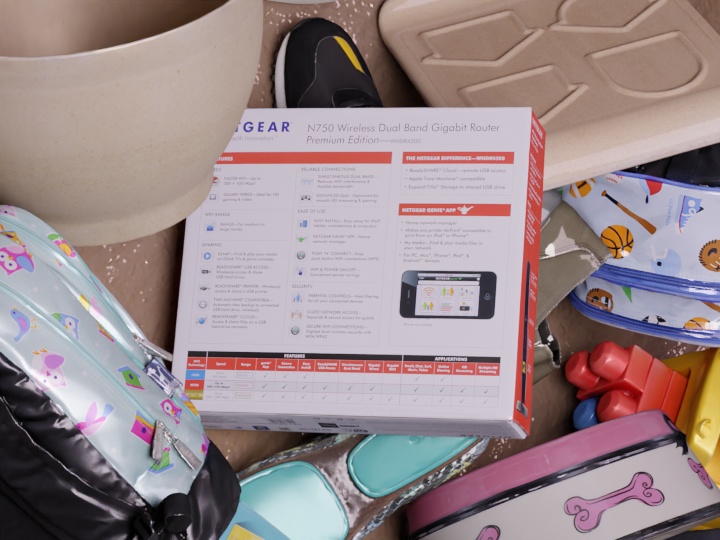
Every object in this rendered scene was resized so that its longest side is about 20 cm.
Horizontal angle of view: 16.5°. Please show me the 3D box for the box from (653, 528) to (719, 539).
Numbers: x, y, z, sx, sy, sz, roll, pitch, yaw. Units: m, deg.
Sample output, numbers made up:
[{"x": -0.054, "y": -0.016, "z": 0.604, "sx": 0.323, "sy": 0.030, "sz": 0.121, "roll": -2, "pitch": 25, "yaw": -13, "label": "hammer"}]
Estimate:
[{"x": 0.217, "y": 0.237, "z": 1.536, "sx": 0.106, "sy": 0.200, "sz": 0.123, "roll": 41, "pitch": 58, "yaw": -28, "label": "box"}]

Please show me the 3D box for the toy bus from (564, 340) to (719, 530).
[{"x": 0.228, "y": 0.106, "z": 1.580, "sx": 0.192, "sy": 0.200, "sz": 0.136, "roll": 35, "pitch": 60, "yaw": -22, "label": "toy bus"}]

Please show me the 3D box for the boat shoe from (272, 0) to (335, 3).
[{"x": -0.059, "y": -0.208, "z": 1.469, "sx": 0.200, "sy": 0.068, "sz": 0.072, "roll": 17, "pitch": 69, "yaw": -39, "label": "boat shoe"}]

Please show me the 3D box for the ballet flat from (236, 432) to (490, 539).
[{"x": -0.013, "y": 0.125, "z": 1.430, "sx": 0.199, "sy": 0.074, "sz": 0.074, "roll": -25, "pitch": 101, "yaw": -4, "label": "ballet flat"}]

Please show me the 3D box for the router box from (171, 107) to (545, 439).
[{"x": 0.000, "y": 0.000, "z": 1.399, "sx": 0.049, "sy": 0.199, "sz": 0.180, "roll": 46, "pitch": 47, "yaw": -69, "label": "router box"}]

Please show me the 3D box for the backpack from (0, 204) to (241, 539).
[{"x": -0.170, "y": 0.071, "z": 1.219, "sx": 0.200, "sy": 0.167, "sz": 0.127, "roll": 51, "pitch": 32, "yaw": -16, "label": "backpack"}]

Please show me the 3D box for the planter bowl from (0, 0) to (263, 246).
[{"x": -0.144, "y": -0.097, "z": 1.310, "sx": 0.200, "sy": 0.200, "sz": 0.135, "roll": -34, "pitch": 131, "yaw": -39, "label": "planter bowl"}]

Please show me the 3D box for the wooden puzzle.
[{"x": 0.127, "y": -0.118, "z": 1.518, "sx": 0.185, "sy": 0.200, "sz": 0.046, "roll": -16, "pitch": 132, "yaw": -11, "label": "wooden puzzle"}]

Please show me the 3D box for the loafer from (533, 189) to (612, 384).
[{"x": 0.084, "y": 0.049, "z": 1.484, "sx": 0.070, "sy": 0.200, "sz": 0.075, "roll": 30, "pitch": 14, "yaw": 3, "label": "loafer"}]

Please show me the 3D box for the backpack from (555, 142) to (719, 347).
[{"x": 0.199, "y": -0.037, "z": 1.563, "sx": 0.190, "sy": 0.199, "sz": 0.155, "roll": -16, "pitch": 111, "yaw": -67, "label": "backpack"}]

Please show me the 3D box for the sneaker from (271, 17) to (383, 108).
[{"x": 0.013, "y": -0.059, "z": 1.487, "sx": 0.070, "sy": 0.090, "sz": 0.201, "roll": -15, "pitch": 93, "yaw": -41, "label": "sneaker"}]

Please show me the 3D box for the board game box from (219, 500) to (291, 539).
[{"x": -0.085, "y": 0.227, "z": 1.277, "sx": 0.151, "sy": 0.047, "sz": 0.200, "roll": -45, "pitch": 155, "yaw": -21, "label": "board game box"}]

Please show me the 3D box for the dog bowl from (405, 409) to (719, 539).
[{"x": 0.115, "y": 0.144, "z": 1.478, "sx": 0.200, "sy": 0.200, "sz": 0.074, "roll": -12, "pitch": 77, "yaw": -41, "label": "dog bowl"}]
